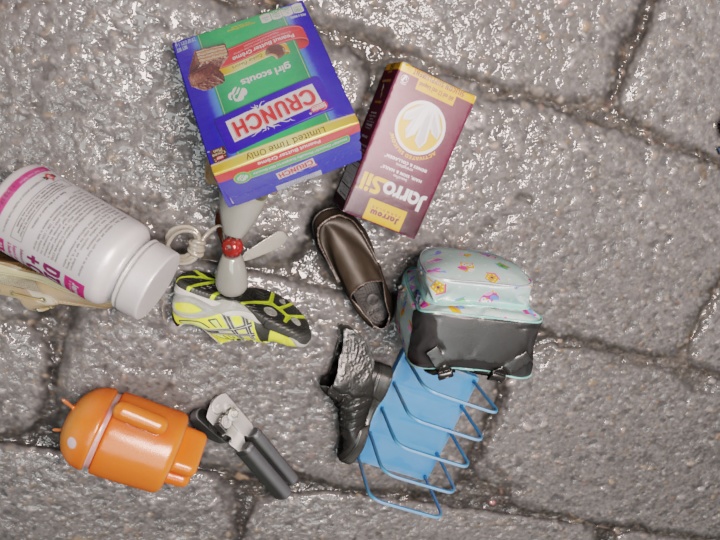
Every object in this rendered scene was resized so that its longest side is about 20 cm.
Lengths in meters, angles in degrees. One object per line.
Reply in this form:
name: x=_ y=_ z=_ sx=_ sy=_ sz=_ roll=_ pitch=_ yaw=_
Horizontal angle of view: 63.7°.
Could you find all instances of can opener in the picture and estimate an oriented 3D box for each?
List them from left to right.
can opener: x=-0.172 y=0.268 z=0.882 sx=0.066 sy=0.053 sz=0.200 roll=-25 pitch=112 yaw=34

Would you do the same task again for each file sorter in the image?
file sorter: x=0.096 y=0.250 z=0.881 sx=0.138 sy=0.123 sz=0.201 roll=21 pitch=102 yaw=-15

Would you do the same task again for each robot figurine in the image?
robot figurine: x=-0.321 y=0.235 z=0.803 sx=0.199 sy=0.144 sz=0.117 roll=25 pitch=81 yaw=-15

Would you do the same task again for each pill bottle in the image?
pill bottle: x=-0.331 y=-0.031 z=0.701 sx=0.200 sy=0.113 sz=0.114 roll=30 pitch=99 yaw=-3

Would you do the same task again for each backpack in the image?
backpack: x=0.135 y=0.049 z=0.791 sx=0.175 sy=0.200 sz=0.154 roll=3 pitch=100 yaw=-7

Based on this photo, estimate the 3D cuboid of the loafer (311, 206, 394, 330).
loafer: x=0.000 y=0.000 z=0.815 sx=0.073 sy=0.071 sz=0.200 roll=-32 pitch=109 yaw=0

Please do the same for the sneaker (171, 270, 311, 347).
sneaker: x=-0.166 y=0.067 z=0.812 sx=0.199 sy=0.075 sz=0.077 roll=22 pitch=113 yaw=-8

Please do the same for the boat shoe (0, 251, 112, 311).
boat shoe: x=-0.411 y=0.016 z=0.749 sx=0.199 sy=0.072 sz=0.065 roll=17 pitch=115 yaw=-15

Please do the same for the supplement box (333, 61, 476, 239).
supplement box: x=0.054 y=-0.158 z=0.770 sx=0.110 sy=0.086 sz=0.201 roll=19 pitch=102 yaw=-16

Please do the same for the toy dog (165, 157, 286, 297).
toy dog: x=-0.155 y=-0.075 z=0.761 sx=0.132 sy=0.096 sz=0.200 roll=33 pitch=111 yaw=-3

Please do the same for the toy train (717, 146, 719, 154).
toy train: x=0.629 y=-0.233 z=0.860 sx=0.200 sy=0.087 sz=0.114 roll=-37 pitch=100 yaw=4

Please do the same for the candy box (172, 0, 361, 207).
candy box: x=-0.110 y=-0.197 z=0.677 sx=0.169 sy=0.077 sz=0.201 roll=-21 pitch=68 yaw=-5

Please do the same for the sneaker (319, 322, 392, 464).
sneaker: x=-0.022 y=0.188 z=0.876 sx=0.104 sy=0.060 sz=0.200 roll=22 pitch=96 yaw=-17
